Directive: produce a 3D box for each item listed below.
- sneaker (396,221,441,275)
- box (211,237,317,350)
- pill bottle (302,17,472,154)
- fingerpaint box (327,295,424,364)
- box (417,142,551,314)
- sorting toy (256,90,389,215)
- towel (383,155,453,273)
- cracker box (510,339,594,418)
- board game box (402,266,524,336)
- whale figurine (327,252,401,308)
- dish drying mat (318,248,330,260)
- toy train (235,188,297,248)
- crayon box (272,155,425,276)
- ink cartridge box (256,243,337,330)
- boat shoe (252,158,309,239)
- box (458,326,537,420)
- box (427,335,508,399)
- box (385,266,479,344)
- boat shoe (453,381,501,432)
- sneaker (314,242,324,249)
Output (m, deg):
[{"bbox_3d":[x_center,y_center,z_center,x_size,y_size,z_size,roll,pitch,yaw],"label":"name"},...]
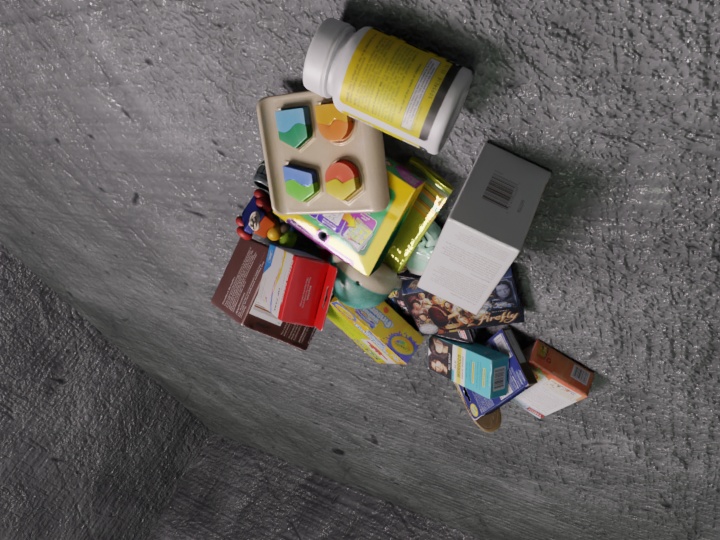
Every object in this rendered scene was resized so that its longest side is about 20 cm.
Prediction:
[{"bbox_3d":[0.147,-0.040,1.052,0.199,0.074,0.119,6,140,35],"label":"sneaker"},{"bbox_3d":[-0.185,0.044,1.305,0.163,0.167,0.199,26,178,-33],"label":"box"},{"bbox_3d":[0.033,-0.241,0.796,0.198,0.115,0.115,26,151,7],"label":"pill bottle"},{"bbox_3d":[0.018,0.110,1.328,0.200,0.074,0.167,42,162,-10],"label":"fingerpaint box"},{"bbox_3d":[0.178,-0.056,0.914,0.105,0.153,0.201,25,152,6],"label":"box"},{"bbox_3d":[-0.061,-0.176,0.933,0.198,0.036,0.187,0,106,24],"label":"sorting toy"},{"bbox_3d":[0.073,-0.086,1.015,0.086,0.018,0.201,40,131,11],"label":"towel"},{"bbox_3d":[0.373,0.231,1.289,0.133,0.058,0.200,31,151,1],"label":"cracker box"},{"bbox_3d":[0.189,0.057,1.130,0.198,0.035,0.136,-10,136,19],"label":"board game box"},{"bbox_3d":[0.000,0.000,1.138,0.158,0.200,0.104,32,109,-6],"label":"whale figurine"},{"bbox_3d":[-0.052,-0.021,1.324,0.076,0.018,0.201,18,149,24],"label":"dish drying mat"},{"bbox_3d":[-0.172,-0.078,1.199,0.115,0.085,0.200,33,-170,-22],"label":"toy train"},{"bbox_3d":[-0.023,-0.118,0.992,0.199,0.058,0.174,34,119,9],"label":"crayon box"},{"bbox_3d":[-0.117,0.027,1.104,0.067,0.118,0.200,12,-176,-27],"label":"ink cartridge box"},{"bbox_3d":[-0.142,-0.125,1.193,0.072,0.062,0.201,6,141,38],"label":"boat shoe"},{"bbox_3d":[0.271,0.217,1.272,0.032,0.122,0.200,-6,151,-31],"label":"box"},{"bbox_3d":[0.219,0.191,1.277,0.199,0.049,0.083,17,110,57],"label":"box"},{"bbox_3d":[0.128,0.059,1.255,0.197,0.050,0.201,12,147,32],"label":"box"},{"bbox_3d":[0.254,0.265,1.371,0.073,0.201,0.066,-27,154,7],"label":"boat shoe"},{"bbox_3d":[-0.083,-0.124,1.124,0.110,0.077,0.200,24,147,-2],"label":"sneaker"}]
